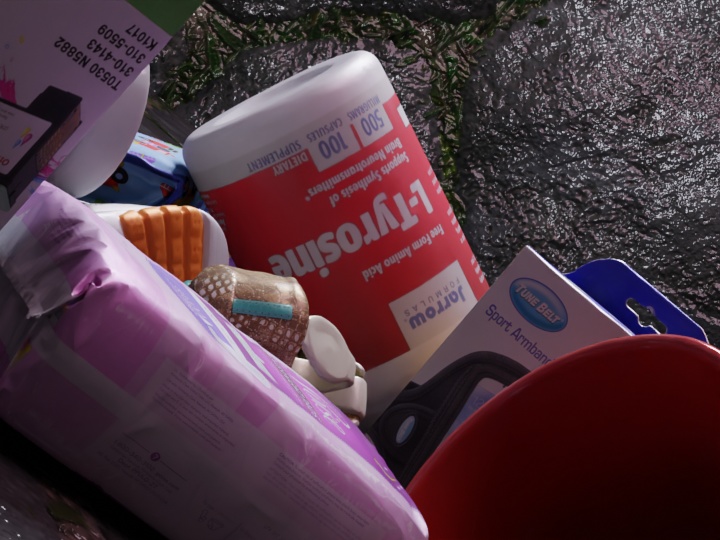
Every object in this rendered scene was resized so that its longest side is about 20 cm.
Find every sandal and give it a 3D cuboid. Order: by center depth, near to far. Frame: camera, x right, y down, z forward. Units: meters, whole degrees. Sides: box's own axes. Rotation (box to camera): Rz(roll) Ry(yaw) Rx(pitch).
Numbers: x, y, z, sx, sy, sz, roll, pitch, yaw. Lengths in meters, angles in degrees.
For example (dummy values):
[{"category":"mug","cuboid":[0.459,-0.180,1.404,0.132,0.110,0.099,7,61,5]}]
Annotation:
[{"category":"sandal","cuboid":[-0.126,0.003,1.057,0.059,0.080,0.206,10,1,28]}]

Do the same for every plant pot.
[{"category":"plant pot","cuboid":[0.128,0.158,1.020,0.177,0.200,0.200,49,-2,-31]}]

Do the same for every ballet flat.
[{"category":"ballet flat","cuboid":[-0.032,0.055,1.108,0.065,0.071,0.200,1,-18,11]}]

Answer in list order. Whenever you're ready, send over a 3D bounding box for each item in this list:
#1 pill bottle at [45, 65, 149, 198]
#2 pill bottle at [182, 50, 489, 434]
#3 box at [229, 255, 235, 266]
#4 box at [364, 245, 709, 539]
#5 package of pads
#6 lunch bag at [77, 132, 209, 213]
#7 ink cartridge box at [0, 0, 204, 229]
[{"category":"pill bottle","cuboid":[-0.192,-0.100,1.024,0.199,0.112,0.111,22,14,-37]},{"category":"pill bottle","cuboid":[0.000,0.000,1.223,0.201,0.112,0.112,63,0,-9]},{"category":"box","cuboid":[-0.118,-0.047,1.465,0.199,0.039,0.137,24,5,-3]},{"category":"box","cuboid":[0.073,0.084,1.138,0.119,0.200,0.041,41,4,32]},{"category":"package of pads","cuboid":[-0.070,0.056,0.944,0.200,0.076,0.121,41,5,-31]},{"category":"lunch bag","cuboid":[-0.183,-0.062,1.279,0.199,0.094,0.151,31,5,4]},{"category":"ink cartridge box","cuboid":[-0.162,-0.095,0.873,0.084,0.200,0.145,46,7,38]}]
